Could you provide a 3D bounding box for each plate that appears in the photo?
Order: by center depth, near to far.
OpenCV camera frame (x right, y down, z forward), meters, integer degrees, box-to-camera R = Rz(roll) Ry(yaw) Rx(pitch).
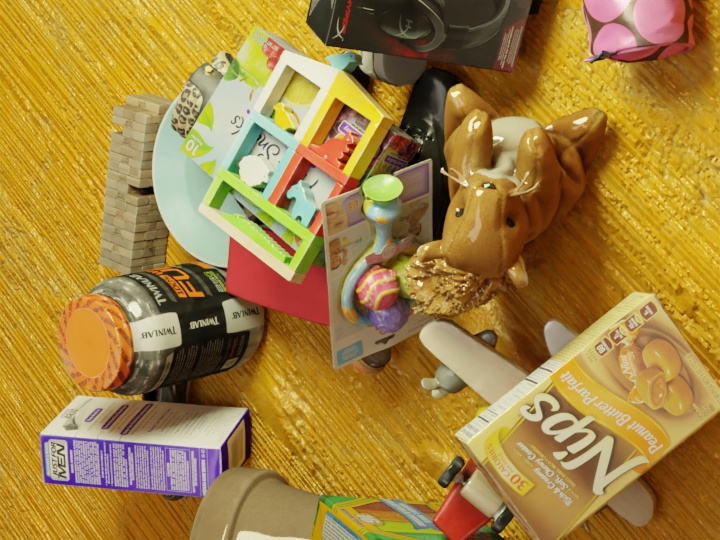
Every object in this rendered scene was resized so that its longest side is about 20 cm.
[{"bbox_3d":[-0.134,-0.104,1.705,0.199,0.026,0.202,2,94,32],"label":"plate"}]

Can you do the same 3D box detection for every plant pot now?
[{"bbox_3d":[-0.054,0.299,1.639,0.174,0.200,0.202,-2,98,21],"label":"plant pot"}]

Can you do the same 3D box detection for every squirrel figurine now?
[{"bbox_3d":[0.113,-0.036,1.399,0.141,0.187,0.201,16,126,4],"label":"squirrel figurine"}]

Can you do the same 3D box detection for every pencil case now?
[{"bbox_3d":[0.216,-0.272,1.349,0.093,0.090,0.201,-3,94,47],"label":"pencil case"}]

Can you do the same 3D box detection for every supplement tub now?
[{"bbox_3d":[-0.205,0.059,1.693,0.122,0.199,0.123,9,104,38],"label":"supplement tub"}]

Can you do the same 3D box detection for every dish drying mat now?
[{"bbox_3d":[-0.071,0.003,1.610,0.200,0.018,0.077,15,103,52],"label":"dish drying mat"}]

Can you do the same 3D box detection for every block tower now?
[{"bbox_3d":[-0.242,-0.089,1.793,0.058,0.054,0.201,20,110,37],"label":"block tower"}]

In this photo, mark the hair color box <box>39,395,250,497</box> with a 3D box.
[{"bbox_3d":[-0.226,0.186,1.741,0.199,0.109,0.065,5,108,12],"label":"hair color box"}]

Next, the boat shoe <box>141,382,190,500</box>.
[{"bbox_3d":[-0.221,0.163,1.820,0.067,0.057,0.201,13,106,38],"label":"boat shoe"}]

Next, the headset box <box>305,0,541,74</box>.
[{"bbox_3d":[0.068,-0.260,1.418,0.077,0.199,0.150,-121,42,-60],"label":"headset box"}]

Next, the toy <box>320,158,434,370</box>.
[{"bbox_3d":[0.027,0.005,1.490,0.047,0.115,0.201,45,149,44],"label":"toy"}]

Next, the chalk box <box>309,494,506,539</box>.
[{"bbox_3d":[0.060,0.288,1.510,0.125,0.199,0.125,25,106,57],"label":"chalk box"}]

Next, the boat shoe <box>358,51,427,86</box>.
[{"bbox_3d":[0.036,-0.274,1.512,0.086,0.074,0.203,22,105,53],"label":"boat shoe"}]

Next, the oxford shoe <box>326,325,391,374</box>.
[{"bbox_3d":[0.000,0.000,1.593,0.073,0.071,0.201,-18,86,39],"label":"oxford shoe"}]

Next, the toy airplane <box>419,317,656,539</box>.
[{"bbox_3d":[0.155,0.136,1.461,0.198,0.141,0.201,-6,85,3],"label":"toy airplane"}]

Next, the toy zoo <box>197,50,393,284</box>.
[{"bbox_3d":[-0.053,-0.107,1.472,0.131,0.020,0.201,37,102,31],"label":"toy zoo"}]

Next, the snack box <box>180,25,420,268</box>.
[{"bbox_3d":[-0.059,-0.114,1.521,0.200,0.053,0.143,40,104,31],"label":"snack box"}]

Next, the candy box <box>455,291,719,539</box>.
[{"bbox_3d":[0.192,0.123,1.364,0.116,0.200,0.055,53,174,-6],"label":"candy box"}]

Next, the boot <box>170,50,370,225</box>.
[{"bbox_3d":[-0.092,-0.164,1.620,0.151,0.073,0.200,44,115,20],"label":"boot"}]

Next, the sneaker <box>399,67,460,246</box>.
[{"bbox_3d":[0.052,-0.087,1.519,0.076,0.090,0.201,21,110,38],"label":"sneaker"}]
